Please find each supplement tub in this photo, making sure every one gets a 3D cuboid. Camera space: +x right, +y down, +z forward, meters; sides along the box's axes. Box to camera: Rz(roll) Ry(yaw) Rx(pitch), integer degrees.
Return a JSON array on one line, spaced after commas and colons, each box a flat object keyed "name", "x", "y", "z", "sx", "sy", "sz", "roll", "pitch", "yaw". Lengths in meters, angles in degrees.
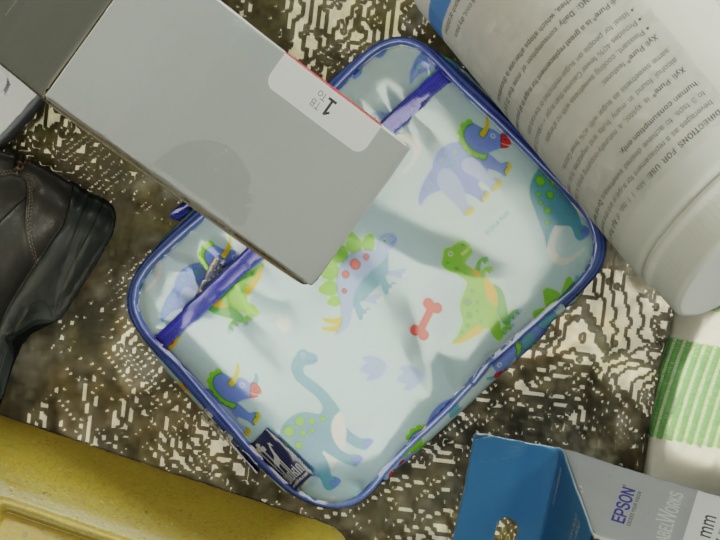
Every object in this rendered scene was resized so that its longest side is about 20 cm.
[{"name": "supplement tub", "x": 0.128, "y": -0.094, "z": 1.301, "sx": 0.132, "sy": 0.132, "sz": 0.200, "roll": -38, "pitch": 73, "yaw": 2}]

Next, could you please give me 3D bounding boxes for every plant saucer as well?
[{"name": "plant saucer", "x": -0.128, "y": 0.190, "z": 1.380, "sx": 0.199, "sy": 0.048, "sz": 0.201, "roll": 18, "pitch": 92, "yaw": 0}]

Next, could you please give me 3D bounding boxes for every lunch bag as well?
[{"name": "lunch bag", "x": 0.000, "y": 0.000, "z": 1.356, "sx": 0.200, "sy": 0.082, "sz": 0.161, "roll": -42, "pitch": 88, "yaw": 1}]

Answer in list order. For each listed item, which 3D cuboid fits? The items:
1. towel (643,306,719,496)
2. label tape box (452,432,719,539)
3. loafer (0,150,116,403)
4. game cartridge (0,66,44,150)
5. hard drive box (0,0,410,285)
[{"name": "towel", "x": 0.208, "y": 0.112, "z": 1.386, "sx": 0.152, "sy": 0.023, "sz": 0.201, "roll": 8, "pitch": 94, "yaw": 2}, {"name": "label tape box", "x": 0.130, "y": 0.170, "z": 1.326, "sx": 0.199, "sy": 0.066, "sz": 0.144, "roll": 16, "pitch": 123, "yaw": 7}, {"name": "loafer", "x": -0.195, "y": 0.036, "z": 1.352, "sx": 0.072, "sy": 0.073, "sz": 0.200, "roll": 34, "pitch": 76, "yaw": -14}, {"name": "game cartridge", "x": -0.214, "y": -0.108, "z": 1.376, "sx": 0.200, "sy": 0.041, "sz": 0.133, "roll": -44, "pitch": 88, "yaw": 2}, {"name": "hard drive box", "x": -0.093, "y": -0.090, "z": 1.268, "sx": 0.156, "sy": 0.200, "sz": 0.077, "roll": 36, "pitch": 91, "yaw": -33}]
